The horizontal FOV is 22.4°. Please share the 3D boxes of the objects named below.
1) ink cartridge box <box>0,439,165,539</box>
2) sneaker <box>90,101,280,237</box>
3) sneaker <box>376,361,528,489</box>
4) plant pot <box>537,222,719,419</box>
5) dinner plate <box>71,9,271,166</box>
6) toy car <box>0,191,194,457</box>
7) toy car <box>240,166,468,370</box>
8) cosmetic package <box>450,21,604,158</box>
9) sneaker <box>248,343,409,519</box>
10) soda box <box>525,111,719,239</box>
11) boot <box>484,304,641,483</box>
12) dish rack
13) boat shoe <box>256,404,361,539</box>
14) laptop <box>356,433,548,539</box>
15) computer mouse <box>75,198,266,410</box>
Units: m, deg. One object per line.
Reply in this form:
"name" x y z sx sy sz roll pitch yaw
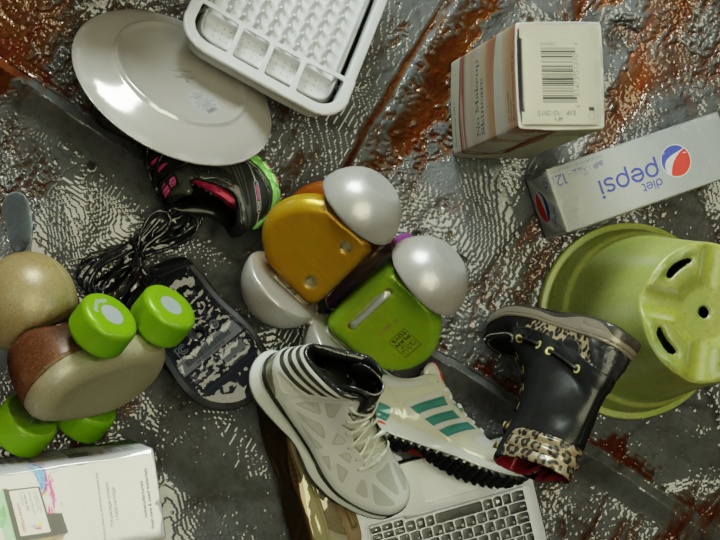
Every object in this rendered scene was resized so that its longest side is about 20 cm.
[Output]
"ink cartridge box" -0.285 0.208 1.611 0.199 0.145 0.084 -8 90 -15
"sneaker" -0.167 -0.104 1.683 0.200 0.077 0.084 34 49 1
"sneaker" 0.078 0.138 1.743 0.199 0.070 0.094 21 71 -1
"plant pot" 0.296 0.045 1.756 0.200 0.184 0.201 1 86 -15
"dinner plate" -0.168 -0.175 1.668 0.200 0.024 0.200 21 41 -19
"toy car" -0.280 0.035 1.629 0.200 0.158 0.164 51 118 18
"toy car" 0.000 0.000 1.706 0.200 0.150 0.175 45 112 -4
"cosmetic package" 0.155 -0.168 1.726 0.087 0.200 0.104 -1 85 -14
"sneaker" -0.005 0.145 1.639 0.201 0.115 0.076 49 55 -17
"soda box" 0.271 -0.095 1.821 0.200 0.063 0.068 -20 90 -15
"boot" 0.163 0.115 1.706 0.073 0.200 0.151 33 74 -33
"dish rack" -0.072 -0.242 1.724 0.171 0.044 0.200 28 56 -11
"boat shoe" -0.048 0.171 1.721 0.064 0.071 0.201 -14 95 -24
"laptop" 0.108 0.272 1.726 0.187 0.116 0.201 -13 90 -16
"computer mouse" -0.160 0.045 1.709 0.138 0.053 0.200 -34 83 -12
